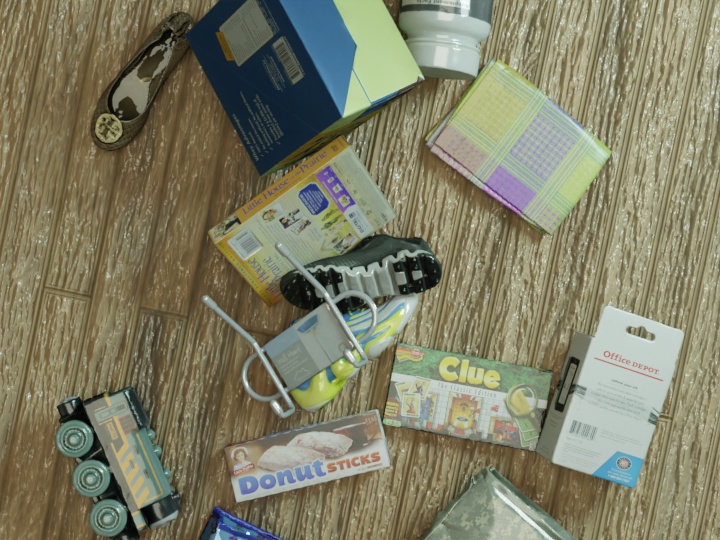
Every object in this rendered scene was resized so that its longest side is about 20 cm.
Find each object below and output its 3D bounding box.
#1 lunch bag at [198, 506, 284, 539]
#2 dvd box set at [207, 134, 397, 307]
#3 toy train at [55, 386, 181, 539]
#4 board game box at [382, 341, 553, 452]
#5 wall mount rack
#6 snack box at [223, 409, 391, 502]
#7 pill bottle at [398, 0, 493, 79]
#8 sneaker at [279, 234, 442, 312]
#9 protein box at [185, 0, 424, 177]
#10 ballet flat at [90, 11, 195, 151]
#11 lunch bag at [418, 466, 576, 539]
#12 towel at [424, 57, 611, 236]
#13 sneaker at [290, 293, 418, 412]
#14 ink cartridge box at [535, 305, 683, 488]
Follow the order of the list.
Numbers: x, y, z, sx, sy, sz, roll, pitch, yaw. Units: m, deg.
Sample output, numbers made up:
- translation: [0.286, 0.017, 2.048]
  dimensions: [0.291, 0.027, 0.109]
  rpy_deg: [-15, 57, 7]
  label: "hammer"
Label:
- translation: [-0.120, 0.407, 1.686]
  dimensions: [0.199, 0.094, 0.151]
  rpy_deg: [25, 89, -9]
  label: "lunch bag"
- translation: [-0.068, -0.057, 1.654]
  dimensions: [0.200, 0.146, 0.029]
  rpy_deg: [-36, 47, 2]
  label: "dvd box set"
- translation: [-0.301, 0.239, 1.686]
  dimensions: [0.114, 0.085, 0.201]
  rpy_deg: [-23, 91, -8]
  label: "toy train"
- translation: [0.133, 0.158, 1.703]
  dimensions: [0.199, 0.023, 0.105]
  rpy_deg: [10, 89, 1]
  label: "board game box"
- translation: [-0.087, 0.070, 1.624]
  dimensions: [0.200, 0.075, 0.174]
  rpy_deg: [-35, 83, 16]
  label: "wall mount rack"
- translation: [-0.066, 0.231, 1.701]
  dimensions: [0.199, 0.024, 0.072]
  rpy_deg: [-14, 91, 5]
  label: "snack box"
- translation: [0.107, -0.338, 1.650]
  dimensions: [0.113, 0.113, 0.201]
  rpy_deg: [7, 91, 1]
  label: "pill bottle"
- translation: [0.000, 0.000, 1.675]
  dimensions: [0.199, 0.091, 0.067]
  rpy_deg: [-11, 118, 5]
  label: "sneaker"
- translation: [-0.069, -0.249, 1.593]
  dimensions: [0.135, 0.200, 0.199]
  rpy_deg: [-29, 90, -35]
  label: "protein box"
- translation: [-0.271, -0.236, 1.692]
  dimensions: [0.067, 0.046, 0.200]
  rpy_deg: [37, 91, 1]
  label: "ballet flat"
- translation: [0.169, 0.355, 1.658]
  dimensions: [0.200, 0.118, 0.164]
  rpy_deg: [41, 92, -4]
  label: "lunch bag"
- translation: [0.197, -0.155, 1.697]
  dimensions: [0.200, 0.023, 0.144]
  rpy_deg: [37, 91, 0]
  label: "towel"
- translation: [-0.025, 0.076, 1.678]
  dimensions: [0.105, 0.076, 0.200]
  rpy_deg: [45, 92, 1]
  label: "sneaker"
- translation: [0.305, 0.150, 1.667]
  dimensions: [0.116, 0.068, 0.201]
  rpy_deg: [19, 91, -12]
  label: "ink cartridge box"
